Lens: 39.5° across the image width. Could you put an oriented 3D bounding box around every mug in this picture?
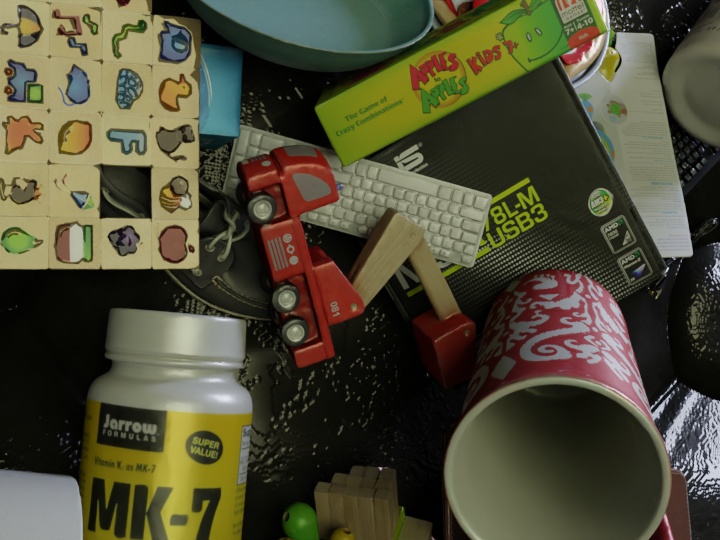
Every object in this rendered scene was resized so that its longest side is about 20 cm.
[{"bbox_3d":[0.134,0.106,0.680,0.131,0.200,0.180,-8,110,13],"label":"mug"}]

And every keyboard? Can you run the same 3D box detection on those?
[{"bbox_3d":[-0.003,-0.055,0.748,0.197,0.011,0.057,16,105,0],"label":"keyboard"},{"bbox_3d":[0.271,-0.059,0.908,0.200,0.021,0.128,-42,104,-18],"label":"keyboard"}]

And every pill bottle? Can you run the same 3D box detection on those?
[{"bbox_3d":[-0.132,0.131,0.678,0.112,0.114,0.204,6,86,-23],"label":"pill bottle"},{"bbox_3d":[0.363,-0.212,0.897,0.115,0.114,0.201,47,64,-15],"label":"pill bottle"}]

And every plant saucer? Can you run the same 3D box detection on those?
[{"bbox_3d":[-0.045,-0.197,0.717,0.196,0.036,0.202,12,41,-10],"label":"plant saucer"}]

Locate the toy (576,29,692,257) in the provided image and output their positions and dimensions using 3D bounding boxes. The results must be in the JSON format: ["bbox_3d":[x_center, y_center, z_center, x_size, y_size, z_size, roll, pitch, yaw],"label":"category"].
[{"bbox_3d":[0.213,-0.106,0.863,0.113,0.047,0.204,-2,80,-22],"label":"toy"}]

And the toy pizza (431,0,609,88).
[{"bbox_3d":[0.126,-0.236,0.810,0.197,0.032,0.204,10,65,-23],"label":"toy pizza"}]

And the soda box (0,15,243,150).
[{"bbox_3d":[-0.184,-0.127,0.687,0.197,0.068,0.065,2,88,-23],"label":"soda box"}]

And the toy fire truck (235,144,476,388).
[{"bbox_3d":[0.000,0.000,0.711,0.139,0.049,0.203,-18,111,-12],"label":"toy fire truck"}]

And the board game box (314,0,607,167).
[{"bbox_3d":[0.067,-0.148,0.713,0.198,0.102,0.048,-26,105,9],"label":"board game box"}]

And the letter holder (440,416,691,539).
[{"bbox_3d":[0.163,0.173,0.778,0.198,0.100,0.145,0,86,-44],"label":"letter holder"}]

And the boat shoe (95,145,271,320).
[{"bbox_3d":[-0.114,-0.025,0.717,0.199,0.063,0.073,35,76,-19],"label":"boat shoe"}]

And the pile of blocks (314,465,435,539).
[{"bbox_3d":[0.030,0.226,0.782,0.202,0.081,0.062,61,29,-18],"label":"pile of blocks"}]

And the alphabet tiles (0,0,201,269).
[{"bbox_3d":[-0.184,-0.102,0.647,0.164,0.008,0.204,0,91,-23],"label":"alphabet tiles"}]

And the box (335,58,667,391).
[{"bbox_3d":[0.105,-0.037,0.775,0.198,0.048,0.195,-29,103,9],"label":"box"}]

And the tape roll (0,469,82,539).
[{"bbox_3d":[-0.248,0.215,0.578,0.137,0.202,0.207,11,84,-22],"label":"tape roll"}]

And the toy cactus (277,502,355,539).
[{"bbox_3d":[-0.011,0.270,0.707,0.102,0.166,0.200,-33,61,-14],"label":"toy cactus"}]
